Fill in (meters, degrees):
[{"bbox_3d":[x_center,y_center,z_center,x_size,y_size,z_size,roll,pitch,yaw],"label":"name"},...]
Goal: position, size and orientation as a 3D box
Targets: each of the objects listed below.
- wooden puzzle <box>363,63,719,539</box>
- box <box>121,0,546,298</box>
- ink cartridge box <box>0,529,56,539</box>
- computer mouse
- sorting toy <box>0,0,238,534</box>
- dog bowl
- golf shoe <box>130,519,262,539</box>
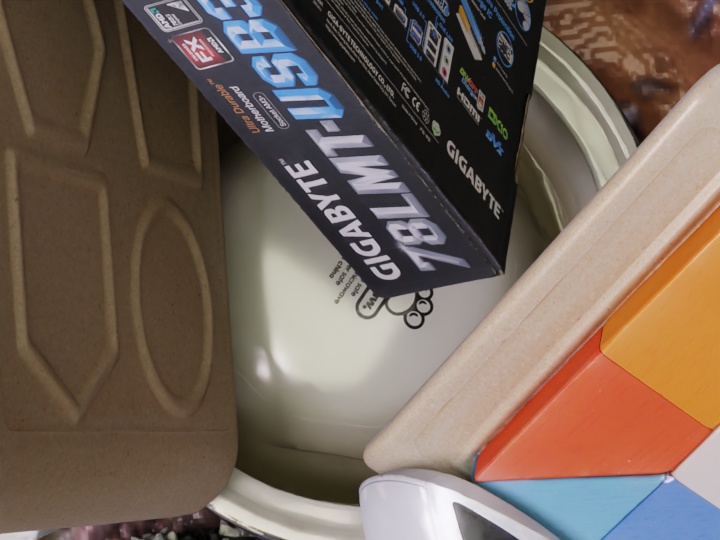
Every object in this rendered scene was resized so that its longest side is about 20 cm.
[{"bbox_3d":[0.123,0.055,0.661,0.185,0.037,0.200,34,127,-10],"label":"wooden puzzle"},{"bbox_3d":[-0.007,-0.127,0.655,0.050,0.200,0.199,-13,50,28],"label":"box"},{"bbox_3d":[-0.138,0.016,0.720,0.083,0.200,0.147,-5,87,-2],"label":"ink cartridge box"},{"bbox_3d":[0.074,0.133,0.703,0.200,0.110,0.044,36,66,-13],"label":"computer mouse"},{"bbox_3d":[-0.080,-0.027,0.635,0.036,0.185,0.200,-1,86,16],"label":"sorting toy"},{"bbox_3d":[0.000,0.000,0.771,0.200,0.074,0.200,1,82,-4],"label":"dog bowl"},{"bbox_3d":[-0.002,0.135,0.772,0.200,0.077,0.088,6,93,2],"label":"golf shoe"}]
